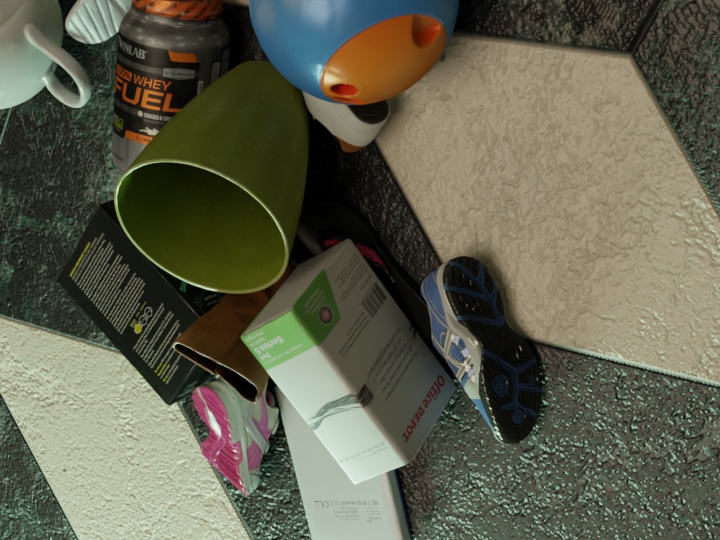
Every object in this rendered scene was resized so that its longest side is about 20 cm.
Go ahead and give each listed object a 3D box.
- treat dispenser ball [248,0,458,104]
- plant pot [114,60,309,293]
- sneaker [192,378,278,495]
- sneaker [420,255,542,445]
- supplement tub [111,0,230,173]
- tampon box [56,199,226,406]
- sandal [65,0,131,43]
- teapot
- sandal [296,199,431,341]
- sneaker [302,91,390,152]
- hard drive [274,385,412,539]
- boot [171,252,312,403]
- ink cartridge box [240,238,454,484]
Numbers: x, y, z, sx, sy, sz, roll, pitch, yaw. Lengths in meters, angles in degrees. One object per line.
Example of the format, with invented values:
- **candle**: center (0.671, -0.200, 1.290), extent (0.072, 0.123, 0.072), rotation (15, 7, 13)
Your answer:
- **treat dispenser ball**: center (-0.006, -0.258, 1.363), extent (0.199, 0.200, 0.203), rotation (12, 112, 31)
- **plant pot**: center (-0.128, -0.113, 1.484), extent (0.185, 0.201, 0.188), rotation (14, 142, 11)
- **sneaker**: center (-0.131, 0.183, 1.670), extent (0.081, 0.088, 0.201), rotation (38, 149, 26)
- **sneaker**: center (0.123, 0.082, 1.480), extent (0.077, 0.075, 0.202), rotation (-14, 98, 60)
- **supplement tub**: center (-0.205, -0.204, 1.570), extent (0.122, 0.122, 0.202), rotation (20, 116, 28)
- **tampon box**: center (-0.210, 0.020, 1.630), extent (0.200, 0.149, 0.127), rotation (47, 124, 13)
- **sandal**: center (-0.252, -0.332, 1.584), extent (0.206, 0.079, 0.060), rotation (-35, 49, 25)
- **teapot**: center (-0.421, -0.258, 1.690), extent (0.196, 0.201, 0.147), rotation (-21, 137, 5)
- **sandal**: center (0.000, 0.000, 1.543), extent (0.200, 0.045, 0.075), rotation (45, 127, 14)
- **sneaker**: center (-0.048, -0.208, 1.492), extent (0.201, 0.072, 0.085), rotation (61, 150, 15)
- **hard drive**: center (-0.019, 0.222, 1.642), extent (0.131, 0.025, 0.202), rotation (-6, 102, 36)
- **boot**: center (-0.145, 0.029, 1.534), extent (0.188, 0.200, 0.069), rotation (39, 135, -2)
- **ink cartridge box**: center (-0.009, 0.094, 1.487), extent (0.084, 0.146, 0.201), rotation (-27, 105, 37)
